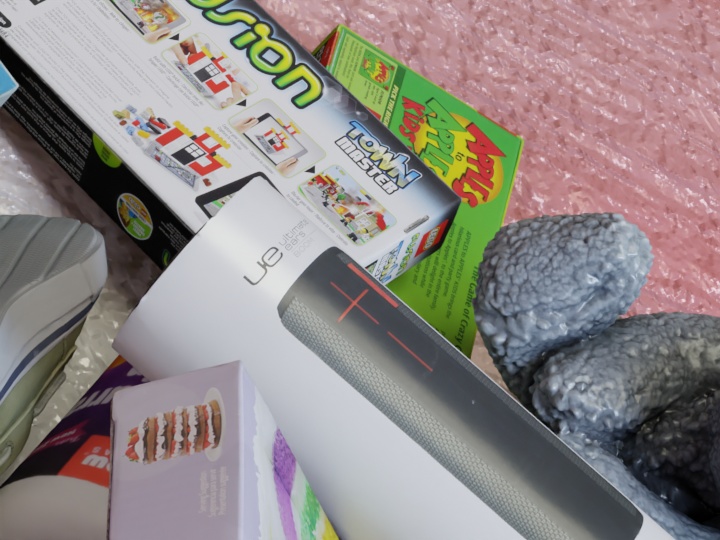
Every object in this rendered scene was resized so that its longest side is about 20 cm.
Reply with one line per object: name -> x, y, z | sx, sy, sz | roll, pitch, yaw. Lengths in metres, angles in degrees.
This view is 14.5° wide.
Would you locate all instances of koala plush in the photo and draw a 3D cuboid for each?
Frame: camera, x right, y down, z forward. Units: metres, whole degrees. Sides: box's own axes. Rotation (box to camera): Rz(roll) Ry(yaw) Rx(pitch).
koala plush -> 0.165, 0.071, 1.101 | 0.184, 0.199, 0.178 | 34, 53, -47

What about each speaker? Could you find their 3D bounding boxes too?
speaker -> 0.011, 0.060, 0.971 | 0.200, 0.081, 0.081 | 42, 44, 3

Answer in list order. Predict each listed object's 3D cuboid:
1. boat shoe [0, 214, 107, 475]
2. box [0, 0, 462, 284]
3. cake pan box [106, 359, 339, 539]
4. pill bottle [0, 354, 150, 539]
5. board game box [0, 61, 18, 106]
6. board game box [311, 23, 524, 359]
boat shoe -> -0.143, 0.033, 1.039 | 0.072, 0.062, 0.200 | 6, 21, 10
box -> -0.066, -0.062, 1.149 | 0.110, 0.035, 0.200 | -31, 67, -36
cake pan box -> -0.027, 0.160, 0.879 | 0.200, 0.052, 0.184 | -92, 160, -47
pill bottle -> -0.075, 0.099, 1.021 | 0.111, 0.111, 0.200 | 43, 44, -4
board game box -> -0.248, -0.076, 1.046 | 0.148, 0.064, 0.200 | 52, 44, 3
board game box -> 0.000, 0.000, 1.195 | 0.101, 0.048, 0.200 | 31, 46, -17
